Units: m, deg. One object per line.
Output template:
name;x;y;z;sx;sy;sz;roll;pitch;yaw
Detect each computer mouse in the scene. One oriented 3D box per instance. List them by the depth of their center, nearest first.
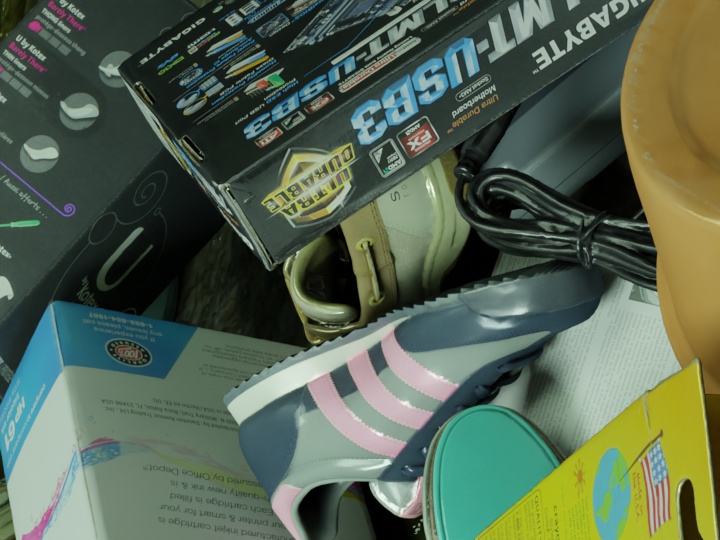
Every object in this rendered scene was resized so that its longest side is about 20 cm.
computer mouse;0.124;-0.070;1.107;0.140;0.046;0.200;12;61;31

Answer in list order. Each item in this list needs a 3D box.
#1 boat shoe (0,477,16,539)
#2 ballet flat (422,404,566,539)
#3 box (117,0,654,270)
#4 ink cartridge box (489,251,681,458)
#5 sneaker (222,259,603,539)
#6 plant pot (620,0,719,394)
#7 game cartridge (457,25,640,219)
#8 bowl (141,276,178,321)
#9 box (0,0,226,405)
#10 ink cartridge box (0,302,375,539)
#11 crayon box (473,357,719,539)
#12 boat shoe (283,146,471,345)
boat shoe;-0.153;0.120;1.357;0.063;0.201;0.073;17;116;24
ballet flat;0.076;0.146;1.072;0.067;0.064;0.200;-22;60;-5
box;0.009;-0.099;1.156;0.200;0.050;0.199;-35;26;-4
ink cartridge box;0.118;0.042;1.114;0.200;0.050;0.109;15;85;57
sneaker;0.031;0.055;1.148;0.200;0.070;0.082;-26;81;42
plant pot;0.174;-0.035;0.920;0.199;0.140;0.201;-18;52;24
game cartridge;0.076;-0.103;1.226;0.133;0.042;0.200;-37;34;-1
bowl;-0.173;0.016;1.516;0.201;0.105;0.201;-34;45;43
box;-0.142;-0.040;1.351;0.106;0.122;0.200;38;80;19
ink cartridge box;-0.074;0.121;1.247;0.085;0.144;0.200;-60;31;32
crayon box;0.097;0.121;0.925;0.200;0.051;0.127;129;141;-63
boat shoe;0.000;0.000;1.224;0.200;0.066;0.074;100;152;-57
